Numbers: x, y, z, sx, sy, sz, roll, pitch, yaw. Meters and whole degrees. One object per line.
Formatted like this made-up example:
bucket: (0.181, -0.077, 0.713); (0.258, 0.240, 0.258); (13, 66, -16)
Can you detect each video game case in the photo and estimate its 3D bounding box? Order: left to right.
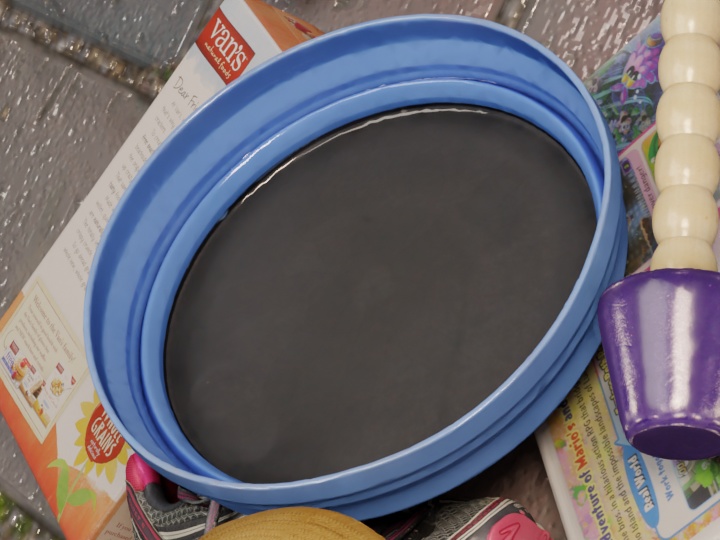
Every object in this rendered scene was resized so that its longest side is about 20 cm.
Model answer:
video game case: (0.122, -0.005, 0.949); (0.182, 0.024, 0.200); (-42, 44, 29)

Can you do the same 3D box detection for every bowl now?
bowl: (0.000, 0.000, 0.984); (0.200, 0.039, 0.201); (-16, 49, 19)

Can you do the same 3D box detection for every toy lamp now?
toy lamp: (0.108, -0.037, 0.919); (0.058, 0.058, 0.200); (-18, 58, 44)

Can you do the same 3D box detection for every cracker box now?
cracker box: (-0.062, 0.006, 1.135); (0.200, 0.058, 0.134); (-54, 41, 17)

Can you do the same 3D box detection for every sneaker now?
sneaker: (-0.017, 0.096, 0.994); (0.200, 0.081, 0.075); (-6, 108, 48)

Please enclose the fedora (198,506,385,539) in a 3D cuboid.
fedora: (-0.012, 0.173, 0.838); (0.200, 0.082, 0.201); (-20, 62, 43)
